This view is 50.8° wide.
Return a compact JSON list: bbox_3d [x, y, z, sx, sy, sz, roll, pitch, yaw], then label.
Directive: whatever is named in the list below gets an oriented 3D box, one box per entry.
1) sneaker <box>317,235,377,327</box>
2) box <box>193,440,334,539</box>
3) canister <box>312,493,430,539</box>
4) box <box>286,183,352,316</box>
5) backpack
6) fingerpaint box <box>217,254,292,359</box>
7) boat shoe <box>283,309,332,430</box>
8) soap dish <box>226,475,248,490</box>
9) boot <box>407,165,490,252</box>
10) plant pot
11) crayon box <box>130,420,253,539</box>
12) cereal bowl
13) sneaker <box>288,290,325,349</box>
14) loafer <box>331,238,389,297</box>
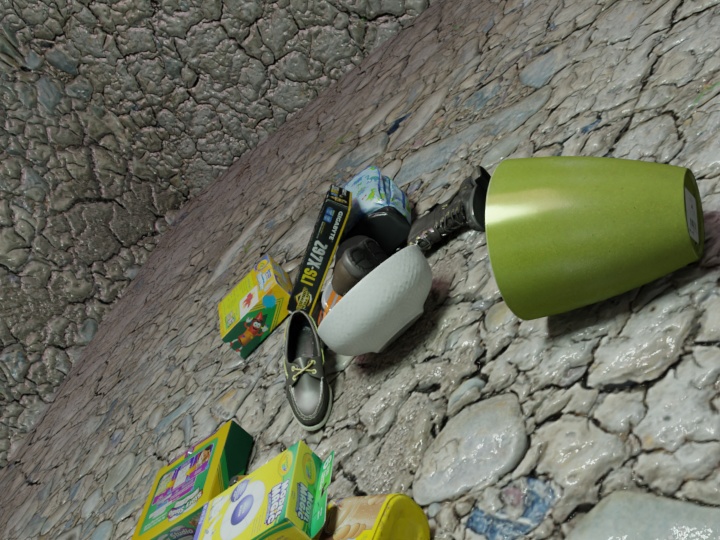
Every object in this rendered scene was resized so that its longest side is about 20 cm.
[{"bbox_3d":[-0.029,0.034,1.302,0.201,0.076,0.113,-60,-6,-42],"label":"sneaker"},{"bbox_3d":[-0.112,0.278,0.857,0.198,0.048,0.118,-35,22,21],"label":"box"},{"bbox_3d":[-0.030,0.318,0.823,0.198,0.087,0.150,-21,31,44],"label":"canister"},{"bbox_3d":[-0.070,-0.037,1.316,0.160,0.048,0.204,-86,17,-76],"label":"box"},{"bbox_3d":[0.024,-0.103,1.435,0.163,0.154,0.201,-40,8,29],"label":"backpack"},{"bbox_3d":[-0.224,0.074,1.640,0.167,0.073,0.200,-45,21,3],"label":"fingerpaint box"},{"bbox_3d":[-0.089,0.153,1.191,0.070,0.061,0.204,-15,45,3],"label":"boat shoe"},{"bbox_3d":[-0.148,0.356,0.978,0.156,0.081,0.202,-19,33,49],"label":"soap dish"},{"bbox_3d":[0.146,-0.075,1.245,0.173,0.069,0.201,-38,15,25],"label":"boot"},{"bbox_3d":[0.267,-0.047,0.840,0.196,0.189,0.189,-7,40,35],"label":"plant pot"},{"bbox_3d":[-0.273,0.363,1.230,0.199,0.058,0.174,-36,24,24],"label":"crayon box"},{"bbox_3d":[0.034,0.059,1.124,0.199,0.084,0.200,-40,-9,-8],"label":"cereal bowl"},{"bbox_3d":[-0.083,0.097,1.349,0.080,0.076,0.201,-31,24,9],"label":"sneaker"},{"bbox_3d":[0.000,0.000,1.193,0.071,0.073,0.199,-46,-14,17],"label":"loafer"}]
